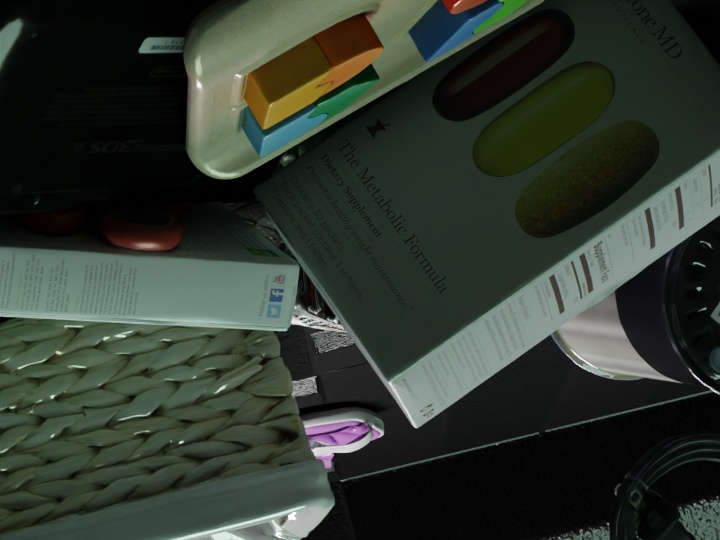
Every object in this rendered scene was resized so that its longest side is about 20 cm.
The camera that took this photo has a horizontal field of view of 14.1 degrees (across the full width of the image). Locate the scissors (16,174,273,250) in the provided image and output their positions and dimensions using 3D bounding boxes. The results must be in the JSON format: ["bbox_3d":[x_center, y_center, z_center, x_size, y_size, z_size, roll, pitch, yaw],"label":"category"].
[{"bbox_3d":[-0.089,-0.036,1.317,0.073,0.014,0.200,11,-165,16],"label":"scissors"}]

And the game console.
[{"bbox_3d":[-0.130,-0.085,1.242,0.200,0.116,0.176,-6,138,-45],"label":"game console"}]

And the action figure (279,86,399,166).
[{"bbox_3d":[0.038,-0.077,1.421,0.200,0.055,0.118,-12,173,-36],"label":"action figure"}]

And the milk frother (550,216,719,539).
[{"bbox_3d":[0.168,0.058,1.589,0.200,0.181,0.188,-37,-168,-13],"label":"milk frother"}]

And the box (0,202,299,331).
[{"bbox_3d":[-0.144,-0.013,1.292,0.200,0.036,0.144,5,-166,-23],"label":"box"}]

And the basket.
[{"bbox_3d":[-0.126,0.085,1.394,0.200,0.124,0.136,-12,170,-9],"label":"basket"}]

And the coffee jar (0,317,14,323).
[{"bbox_3d":[-0.179,-0.008,1.420,0.200,0.086,0.104,-8,177,-34],"label":"coffee jar"}]

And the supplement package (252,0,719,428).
[{"bbox_3d":[0.070,-0.038,1.314,0.200,0.114,0.110,-36,165,-2],"label":"supplement package"}]

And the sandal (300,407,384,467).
[{"bbox_3d":[-0.025,0.161,2.768,0.082,0.050,0.203,-18,170,24],"label":"sandal"}]

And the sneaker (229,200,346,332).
[{"bbox_3d":[0.000,0.000,1.616,0.200,0.078,0.082,5,-168,8],"label":"sneaker"}]

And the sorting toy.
[{"bbox_3d":[0.015,-0.100,1.157,0.185,0.037,0.200,-30,171,-7],"label":"sorting toy"}]
